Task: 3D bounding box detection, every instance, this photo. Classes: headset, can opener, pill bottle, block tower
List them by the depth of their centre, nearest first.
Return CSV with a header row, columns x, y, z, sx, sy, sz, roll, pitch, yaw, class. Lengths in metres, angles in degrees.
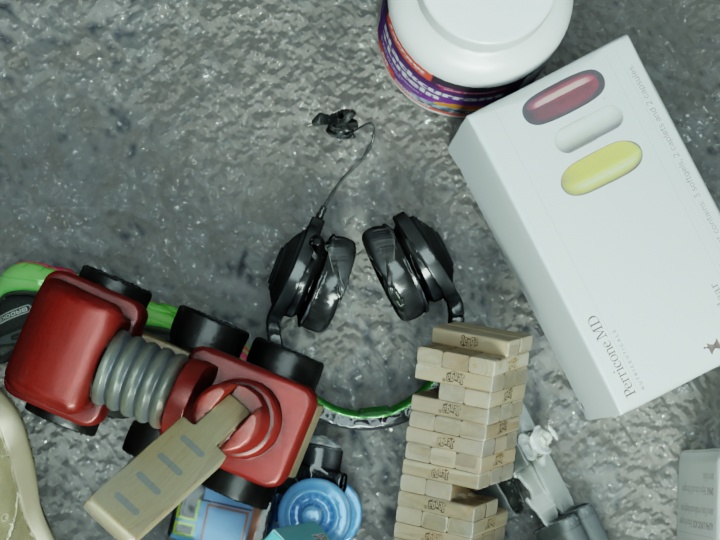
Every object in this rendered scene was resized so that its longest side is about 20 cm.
x,y,z,sx,sy,sz,roll,pitch,yaw,class
0.069,-0.160,1.546,0.111,0.200,0.112,0,85,-2,pill bottle
0.058,0.135,1.565,0.058,0.054,0.200,10,99,27,block tower
0.000,0.000,1.583,0.123,0.094,0.200,-7,92,-3,headset
0.124,0.172,1.603,0.066,0.053,0.200,-33,85,30,can opener

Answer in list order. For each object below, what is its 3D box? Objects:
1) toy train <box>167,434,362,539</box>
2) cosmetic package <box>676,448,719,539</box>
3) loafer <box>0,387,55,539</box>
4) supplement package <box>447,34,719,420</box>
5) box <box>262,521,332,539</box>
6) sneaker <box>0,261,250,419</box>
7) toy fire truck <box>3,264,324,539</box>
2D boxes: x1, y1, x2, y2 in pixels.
x,y,z,sx,sy,sz,roll,pitch,yaw,class
-0.068,0.195,1.573,0.114,0.087,0.200,11,87,8,toy train
0.280,0.209,1.542,0.165,0.165,0.200,1,85,-1,cosmetic package
-0.220,0.152,1.494,0.067,0.076,0.200,-25,121,-23,loafer
0.150,-0.021,1.560,0.111,0.156,0.200,-28,87,-4,supplement package
-0.091,0.233,1.491,0.200,0.082,0.049,-46,77,10,box
-0.138,0.060,1.589,0.200,0.077,0.084,21,92,9,sneaker
-0.126,0.079,1.447,0.176,0.200,0.129,23,88,7,toy fire truck
